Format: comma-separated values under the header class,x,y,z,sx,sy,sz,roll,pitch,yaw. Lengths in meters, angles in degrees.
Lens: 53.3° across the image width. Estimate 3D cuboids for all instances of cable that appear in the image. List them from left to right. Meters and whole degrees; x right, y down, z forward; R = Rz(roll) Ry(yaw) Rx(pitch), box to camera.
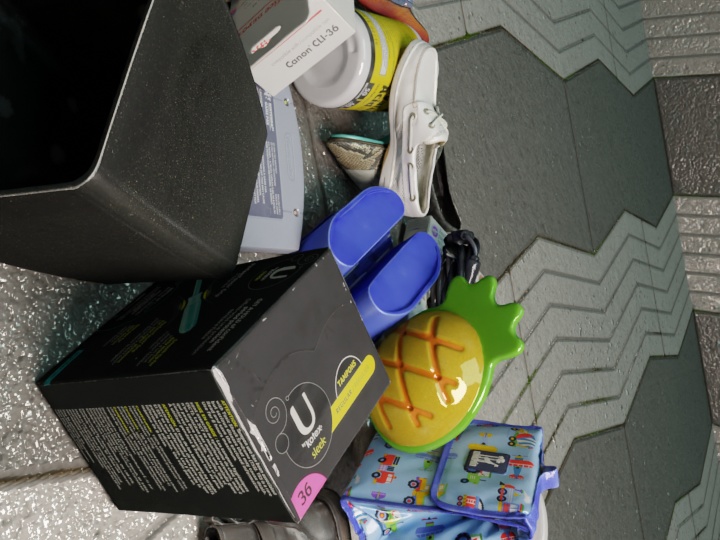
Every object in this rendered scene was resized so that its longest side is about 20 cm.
class,x,y,z,sx,sy,sz,roll,pitch,yaw
cable,0.113,0.035,0.886,0.200,0.050,0.166,87,13,-87

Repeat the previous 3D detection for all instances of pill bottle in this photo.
class,x,y,z,sx,sy,sz,roll,pitch,yaw
pill bottle,0.014,-0.250,0.866,0.199,0.110,0.113,-15,95,-54

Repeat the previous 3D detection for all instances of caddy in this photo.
class,x,y,z,sx,sy,sz,roll,pitch,yaw
caddy,0.000,0.000,0.801,0.142,0.105,0.200,50,40,-4

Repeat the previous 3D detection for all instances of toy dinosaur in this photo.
class,x,y,z,sx,sy,sz,roll,pitch,yaw
toy dinosaur,0.021,-0.341,0.920,0.182,0.104,0.201,49,59,-31

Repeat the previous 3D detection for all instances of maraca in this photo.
class,x,y,z,sx,sy,sz,roll,pitch,yaw
maraca,0.083,0.095,0.736,0.107,0.200,0.137,28,17,-51

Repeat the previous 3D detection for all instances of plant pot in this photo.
class,x,y,z,sx,sy,sz,roll,pitch,yaw
plant pot,-0.176,-0.090,0.509,0.178,0.197,0.202,49,44,-54

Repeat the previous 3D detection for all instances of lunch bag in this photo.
class,x,y,z,sx,sy,sz,roll,pitch,yaw
lunch bag,0.101,0.221,0.727,0.151,0.197,0.095,-48,125,-64

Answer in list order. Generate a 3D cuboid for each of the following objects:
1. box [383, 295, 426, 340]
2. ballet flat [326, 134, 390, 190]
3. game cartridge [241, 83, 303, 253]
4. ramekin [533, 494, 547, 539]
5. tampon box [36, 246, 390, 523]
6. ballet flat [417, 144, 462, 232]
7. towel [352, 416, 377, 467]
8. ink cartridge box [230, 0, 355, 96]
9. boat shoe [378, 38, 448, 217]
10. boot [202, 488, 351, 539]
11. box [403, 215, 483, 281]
class,x,y,z,sx,sy,sz,roll,pitch,yaw
box,0.055,0.059,0.879,0.039,0.041,0.202,36,41,-34
ballet flat,0.026,-0.136,0.906,0.199,0.067,0.077,-20,114,-57
game cartridge,-0.111,-0.119,0.726,0.132,0.040,0.204,2,81,-51
ramekin,0.124,0.300,0.837,0.094,0.199,0.205,44,48,-56
tampon box,-0.107,0.086,0.542,0.150,0.198,0.128,-48,121,-47
ballet flat,0.107,-0.127,0.961,0.067,0.056,0.201,-58,153,-26
towel,0.049,0.160,0.891,0.199,0.034,0.135,4,78,-53
ink cartridge box,-0.068,-0.257,0.702,0.067,0.116,0.202,33,42,-38
boat shoe,0.073,-0.162,0.836,0.070,0.069,0.203,-15,117,-51
boot,-0.071,0.309,0.665,0.173,0.069,0.203,-2,74,-54
box,0.129,-0.004,1.024,0.200,0.041,0.039,44,49,-42
